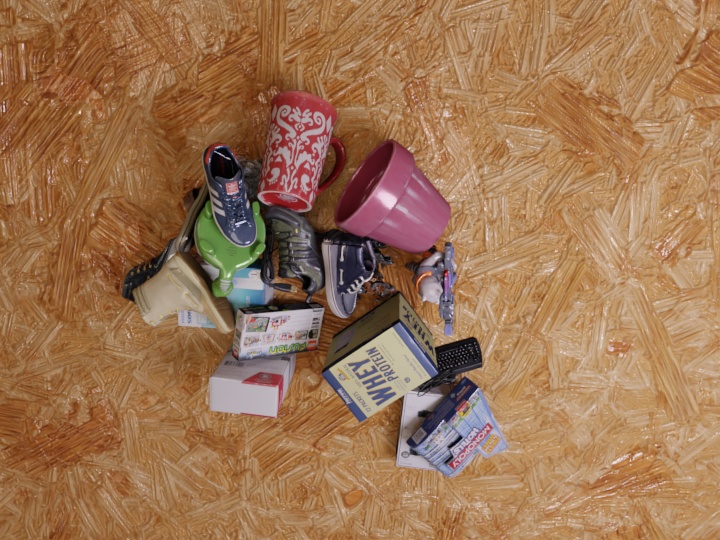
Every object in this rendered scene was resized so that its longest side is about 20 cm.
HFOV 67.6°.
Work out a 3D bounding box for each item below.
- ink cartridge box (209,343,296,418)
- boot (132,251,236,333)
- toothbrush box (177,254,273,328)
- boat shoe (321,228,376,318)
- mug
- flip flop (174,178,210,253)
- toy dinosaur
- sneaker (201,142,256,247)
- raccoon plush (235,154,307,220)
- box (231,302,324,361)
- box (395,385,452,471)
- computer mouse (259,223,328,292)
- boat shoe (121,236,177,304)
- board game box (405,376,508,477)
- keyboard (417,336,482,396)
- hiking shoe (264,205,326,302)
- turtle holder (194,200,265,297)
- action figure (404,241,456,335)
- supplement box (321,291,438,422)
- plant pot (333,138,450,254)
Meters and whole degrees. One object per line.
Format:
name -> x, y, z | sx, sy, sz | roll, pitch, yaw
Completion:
ink cartridge box -> -0.231, 0.229, 1.188 | 0.146, 0.200, 0.083 | 7, 109, 3
boot -> -0.372, 0.079, 1.132 | 0.155, 0.073, 0.200 | -37, 92, 9
toothbrush box -> -0.300, 0.049, 1.204 | 0.199, 0.085, 0.147 | 5, 105, 4
boat shoe -> -0.016, 0.018, 1.066 | 0.092, 0.075, 0.201 | 13, 129, 31
mug -> -0.108, -0.221, 1.053 | 0.177, 0.133, 0.201 | 14, 76, -15
flip flop -> -0.346, -0.131, 1.122 | 0.057, 0.081, 0.201 | 19, 73, 6
toy dinosaur -> 0.000, 0.000, 1.148 | 0.200, 0.102, 0.136 | 18, 120, -46
sneaker -> -0.240, -0.139, 0.994 | 0.075, 0.084, 0.201 | -24, 99, -24
raccoon plush -> -0.186, -0.161, 1.109 | 0.200, 0.134, 0.097 | 37, 104, -6
box -> -0.177, 0.131, 1.178 | 0.200, 0.035, 0.110 | -1, 111, -39
box -> 0.149, 0.364, 1.267 | 0.116, 0.060, 0.201 | 5, 106, 3
computer mouse -> -0.117, -0.020, 1.146 | 0.199, 0.046, 0.141 | 6, 90, -19
boat shoe -> -0.469, -0.001, 1.209 | 0.091, 0.071, 0.201 | 26, 108, -7
board game box -> 0.237, 0.377, 1.217 | 0.200, 0.062, 0.200 | -47, 118, -4
keyboard -> 0.175, 0.212, 1.203 | 0.199, 0.104, 0.040 | -19, 143, 9
hiking shoe -> -0.132, -0.034, 1.066 | 0.076, 0.101, 0.200 | -13, 119, 52
turtle holder -> -0.262, -0.054, 1.097 | 0.141, 0.132, 0.186 | -23, 92, -24
action figure -> 0.143, 0.031, 1.106 | 0.104, 0.194, 0.201 | -1, 105, 6
supplement box -> 0.043, 0.177, 1.151 | 0.200, 0.200, 0.134 | -35, 100, 13
plant pot -> 0.074, -0.131, 1.081 | 0.179, 0.200, 0.200 | 31, 106, -21
